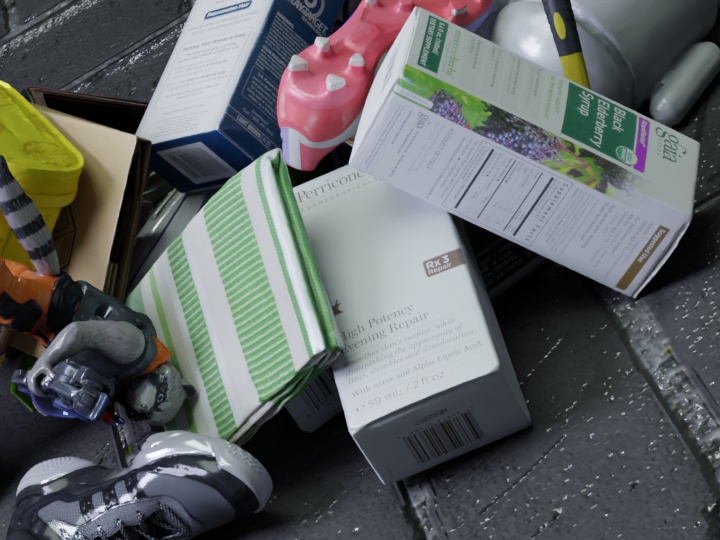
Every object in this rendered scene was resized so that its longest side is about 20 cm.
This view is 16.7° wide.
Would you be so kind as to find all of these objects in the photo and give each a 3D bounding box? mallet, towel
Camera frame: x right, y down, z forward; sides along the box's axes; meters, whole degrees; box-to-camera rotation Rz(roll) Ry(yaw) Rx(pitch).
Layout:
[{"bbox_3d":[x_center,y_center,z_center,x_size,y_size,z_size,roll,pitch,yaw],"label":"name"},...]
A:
[{"bbox_3d":[0.145,-0.132,1.557,0.066,0.200,0.041,-5,12,23],"label":"mallet"},{"bbox_3d":[-0.083,0.035,1.519,0.200,0.023,0.153,-46,53,45],"label":"towel"}]

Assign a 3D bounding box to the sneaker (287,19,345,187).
[{"bbox_3d":[-0.036,-0.092,1.738,0.083,0.071,0.200,-17,48,49],"label":"sneaker"}]

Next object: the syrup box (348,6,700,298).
[{"bbox_3d":[0.102,-0.071,1.488,0.079,0.200,0.081,-75,12,-49],"label":"syrup box"}]

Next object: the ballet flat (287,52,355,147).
[{"bbox_3d":[0.025,-0.094,1.631,0.071,0.065,0.200,-41,42,-21],"label":"ballet flat"}]

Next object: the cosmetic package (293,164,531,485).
[{"bbox_3d":[0.026,0.021,1.495,0.102,0.074,0.200,-23,50,6],"label":"cosmetic package"}]

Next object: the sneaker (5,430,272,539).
[{"bbox_3d":[-0.147,0.168,1.503,0.200,0.076,0.114,-12,40,36],"label":"sneaker"}]

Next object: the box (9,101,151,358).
[{"bbox_3d":[-0.224,-0.030,1.664,0.200,0.021,0.164,19,101,44],"label":"box"}]

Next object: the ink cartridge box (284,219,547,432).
[{"bbox_3d":[0.000,0.000,1.634,0.198,0.043,0.200,-36,30,-6],"label":"ink cartridge box"}]

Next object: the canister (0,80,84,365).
[{"bbox_3d":[-0.276,-0.017,1.638,0.149,0.086,0.200,42,118,39],"label":"canister"}]

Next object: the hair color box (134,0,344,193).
[{"bbox_3d":[-0.079,-0.156,1.729,0.100,0.061,0.200,-8,52,45],"label":"hair color box"}]

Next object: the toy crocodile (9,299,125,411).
[{"bbox_3d":[-0.167,0.058,1.671,0.200,0.068,0.062,-7,39,43],"label":"toy crocodile"}]

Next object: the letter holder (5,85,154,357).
[{"bbox_3d":[-0.223,-0.029,1.778,0.200,0.142,0.101,-43,60,34],"label":"letter holder"}]

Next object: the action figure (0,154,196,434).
[{"bbox_3d":[-0.178,0.030,1.496,0.105,0.193,0.200,-51,18,-10],"label":"action figure"}]

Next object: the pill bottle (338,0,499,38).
[{"bbox_3d":[0.054,-0.189,1.780,0.114,0.114,0.200,-41,32,-14],"label":"pill bottle"}]

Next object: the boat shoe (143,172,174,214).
[{"bbox_3d":[-0.152,-0.090,1.870,0.200,0.068,0.075,-20,33,20],"label":"boat shoe"}]

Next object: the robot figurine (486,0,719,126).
[{"bbox_3d":[0.162,-0.163,1.649,0.170,0.113,0.200,35,66,21],"label":"robot figurine"}]

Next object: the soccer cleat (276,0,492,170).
[{"bbox_3d":[0.014,-0.135,1.587,0.067,0.077,0.200,31,44,20],"label":"soccer cleat"}]

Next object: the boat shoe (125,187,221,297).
[{"bbox_3d":[-0.121,-0.036,1.762,0.065,0.074,0.200,8,48,42],"label":"boat shoe"}]
